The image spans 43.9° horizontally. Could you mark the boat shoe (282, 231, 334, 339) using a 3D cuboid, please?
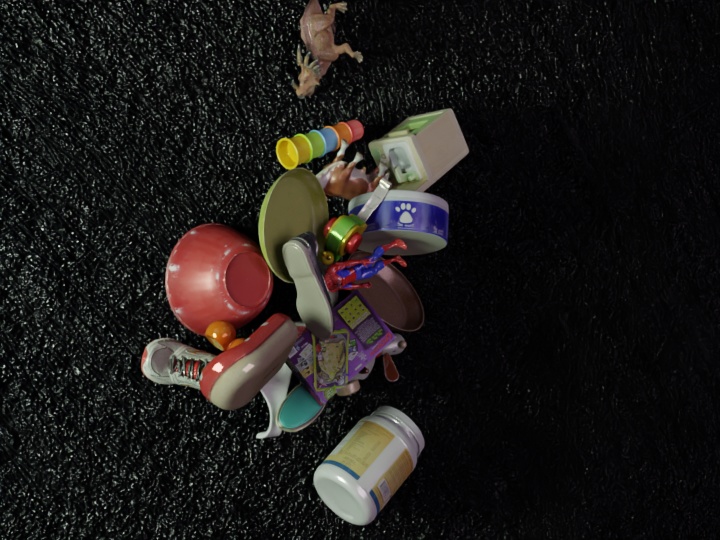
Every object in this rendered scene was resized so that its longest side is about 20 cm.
[{"bbox_3d":[-0.077,0.026,1.565,0.063,0.072,0.202,-46,128,-45],"label":"boat shoe"}]

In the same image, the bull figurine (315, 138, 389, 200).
[{"bbox_3d":[-0.025,-0.183,1.749,0.199,0.065,0.122,9,125,-49],"label":"bull figurine"}]

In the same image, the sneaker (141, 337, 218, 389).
[{"bbox_3d":[-0.278,0.162,1.513,0.199,0.082,0.079,18,77,-40],"label":"sneaker"}]

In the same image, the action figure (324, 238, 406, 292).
[{"bbox_3d":[0.000,0.000,1.658,0.199,0.052,0.066,-22,135,-25],"label":"action figure"}]

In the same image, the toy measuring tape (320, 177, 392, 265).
[{"bbox_3d":[-0.009,-0.094,1.625,0.074,0.073,0.201,42,80,-33],"label":"toy measuring tape"}]

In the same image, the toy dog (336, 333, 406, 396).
[{"bbox_3d":[0.026,0.172,1.778,0.200,0.096,0.133,-47,118,-32],"label":"toy dog"}]

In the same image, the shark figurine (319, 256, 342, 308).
[{"bbox_3d":[-0.082,-0.025,1.686,0.215,0.089,0.128,55,36,-7],"label":"shark figurine"}]

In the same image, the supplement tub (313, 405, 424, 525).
[{"bbox_3d":[0.020,0.375,1.734,0.200,0.144,0.145,-43,116,-34],"label":"supplement tub"}]

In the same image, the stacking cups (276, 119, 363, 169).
[{"bbox_3d":[-0.075,-0.254,1.732,0.199,0.060,0.061,-31,109,-43],"label":"stacking cups"}]

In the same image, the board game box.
[{"bbox_3d":[-0.039,0.138,1.630,0.200,0.032,0.120,-39,85,-31],"label":"board game box"}]

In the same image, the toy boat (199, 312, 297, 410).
[{"bbox_3d":[-0.203,0.133,1.482,0.130,0.131,0.200,35,36,9],"label":"toy boat"}]

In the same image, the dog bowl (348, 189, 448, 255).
[{"bbox_3d":[0.074,-0.091,1.755,0.199,0.199,0.080,13,73,-41],"label":"dog bowl"}]

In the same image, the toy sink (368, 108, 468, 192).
[{"bbox_3d":[0.104,-0.240,1.841,0.200,0.130,0.113,-41,115,-34],"label":"toy sink"}]

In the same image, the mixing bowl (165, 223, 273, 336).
[{"bbox_3d":[-0.224,0.016,1.550,0.199,0.108,0.202,1,88,-43],"label":"mixing bowl"}]

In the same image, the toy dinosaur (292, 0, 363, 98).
[{"bbox_3d":[-0.085,-0.444,1.711,0.135,0.086,0.202,-18,95,-34],"label":"toy dinosaur"}]

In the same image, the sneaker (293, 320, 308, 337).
[{"bbox_3d":[-0.067,0.121,1.705,0.198,0.075,0.081,1,122,-22],"label":"sneaker"}]

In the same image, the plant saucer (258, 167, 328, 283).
[{"bbox_3d":[-0.121,-0.080,1.568,0.199,0.031,0.202,-20,113,-57],"label":"plant saucer"}]

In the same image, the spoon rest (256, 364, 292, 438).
[{"bbox_3d":[-0.163,0.207,1.627,0.099,0.060,0.202,-4,92,-32],"label":"spoon rest"}]

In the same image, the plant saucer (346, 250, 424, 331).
[{"bbox_3d":[0.042,0.049,1.783,0.200,0.037,0.201,32,30,-22],"label":"plant saucer"}]

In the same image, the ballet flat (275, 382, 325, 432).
[{"bbox_3d":[-0.085,0.224,1.628,0.067,0.062,0.200,36,59,7],"label":"ballet flat"}]
